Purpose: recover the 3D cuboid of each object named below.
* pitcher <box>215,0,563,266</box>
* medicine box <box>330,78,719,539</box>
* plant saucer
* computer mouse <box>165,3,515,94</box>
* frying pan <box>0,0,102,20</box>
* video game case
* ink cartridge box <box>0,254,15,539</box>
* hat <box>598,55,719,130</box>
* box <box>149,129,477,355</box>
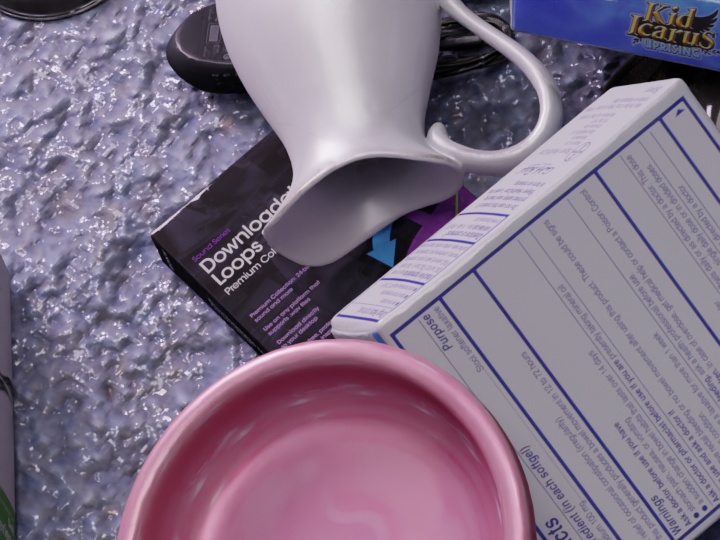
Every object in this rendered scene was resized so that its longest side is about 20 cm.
[{"bbox_3d":[0.012,-0.123,1.529,0.171,0.121,0.201,-16,64,9],"label":"pitcher"},{"bbox_3d":[0.121,0.037,1.410,0.200,0.103,0.182,-39,100,-10],"label":"medicine box"},{"bbox_3d":[-0.012,0.133,1.291,0.200,0.051,0.201,-8,68,20],"label":"plant saucer"},{"bbox_3d":[-0.012,-0.124,1.629,0.199,0.034,0.059,1,49,7],"label":"computer mouse"},{"bbox_3d":[-0.176,-0.236,1.730,0.114,0.031,0.191,8,66,16],"label":"frying pan"},{"bbox_3d":[0.207,-0.166,1.536,0.199,0.046,0.181,13,34,23],"label":"video game case"},{"bbox_3d":[-0.263,0.077,1.537,0.145,0.084,0.201,-9,59,7],"label":"ink cartridge box"},{"bbox_3d":[0.199,-0.069,1.516,0.200,0.081,0.201,-5,61,9],"label":"hat"},{"bbox_3d":[0.000,0.000,1.549,0.143,0.036,0.200,-41,58,-12],"label":"box"}]
